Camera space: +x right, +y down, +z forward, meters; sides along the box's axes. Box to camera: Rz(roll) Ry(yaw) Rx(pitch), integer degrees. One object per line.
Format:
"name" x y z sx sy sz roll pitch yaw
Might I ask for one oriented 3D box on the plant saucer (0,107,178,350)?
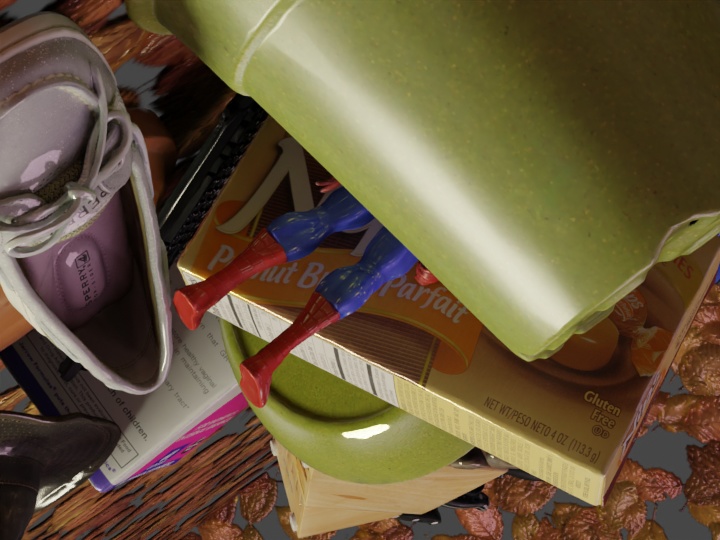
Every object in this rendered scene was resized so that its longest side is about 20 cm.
"plant saucer" -0.160 0.003 0.827 0.200 0.032 0.200 -37 173 -5

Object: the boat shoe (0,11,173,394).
"boat shoe" -0.104 -0.019 0.698 0.074 0.065 0.202 -35 157 -18

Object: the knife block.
"knife block" 0.042 0.090 1.083 0.175 0.064 0.200 -13 158 -10

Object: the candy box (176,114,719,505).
"candy box" 0.038 0.001 0.816 0.115 0.200 0.055 -60 165 -16

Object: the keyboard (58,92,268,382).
"keyboard" -0.072 -0.025 0.899 0.200 0.040 0.104 -51 -174 40

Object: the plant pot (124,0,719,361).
"plant pot" 0.052 -0.077 0.683 0.200 0.190 0.200 -36 173 -5

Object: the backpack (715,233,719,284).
"backpack" 0.130 -0.060 1.000 0.200 0.168 0.163 -29 167 -9

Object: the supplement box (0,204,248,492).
"supplement box" -0.078 0.017 1.043 0.200 0.103 0.101 -40 171 17

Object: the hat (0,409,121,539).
"hat" -0.211 0.132 0.950 0.200 0.081 0.201 -9 158 -4

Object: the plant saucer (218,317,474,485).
"plant saucer" 0.000 0.000 0.909 0.200 0.200 0.031 -40 151 28

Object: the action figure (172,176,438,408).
"action figure" 0.018 -0.028 0.773 0.200 0.065 0.052 -38 166 -17

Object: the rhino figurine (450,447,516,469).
"rhino figurine" 0.067 0.061 1.023 0.060 0.088 0.200 -3 171 37
